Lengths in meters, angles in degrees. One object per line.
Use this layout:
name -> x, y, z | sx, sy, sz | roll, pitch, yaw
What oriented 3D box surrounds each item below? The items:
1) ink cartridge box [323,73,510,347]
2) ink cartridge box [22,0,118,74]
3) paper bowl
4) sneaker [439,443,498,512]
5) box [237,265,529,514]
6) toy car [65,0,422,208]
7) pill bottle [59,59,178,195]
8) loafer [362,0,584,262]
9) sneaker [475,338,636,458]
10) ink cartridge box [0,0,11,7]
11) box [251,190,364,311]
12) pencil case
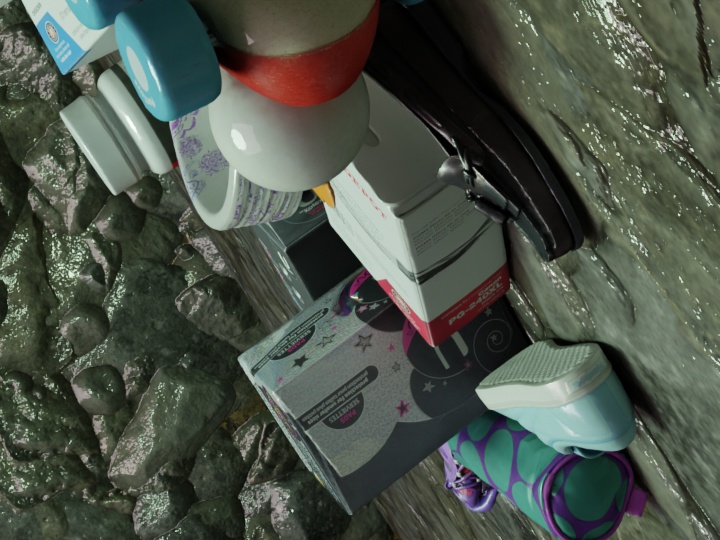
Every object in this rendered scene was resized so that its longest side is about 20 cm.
ink cartridge box -> 0.030, -0.059, 1.058 | 0.146, 0.083, 0.201 | 51, 170, 27
ink cartridge box -> -0.234, -0.277, 1.166 | 0.202, 0.084, 0.144 | 62, 153, -5
paper bowl -> -0.088, -0.140, 1.203 | 0.200, 0.103, 0.204 | 169, 90, -68
sneaker -> 0.110, 0.180, 1.439 | 0.079, 0.084, 0.200 | 3, 152, 22
box -> 0.023, 0.074, 1.203 | 0.133, 0.199, 0.115 | 58, 169, -21
toy car -> -0.054, -0.122, 0.847 | 0.177, 0.183, 0.201 | 48, 158, 36
pill bottle -> -0.181, -0.167, 1.428 | 0.114, 0.199, 0.114 | 53, 171, 12
loafer -> 0.057, -0.082, 0.900 | 0.201, 0.063, 0.072 | 55, 171, 6
sneaker -> 0.142, 0.102, 1.077 | 0.083, 0.073, 0.200 | 59, 172, -4
ink cartridge box -> -0.696, -0.605, 2.857 | 0.126, 0.128, 0.200 | 61, 169, -30
box -> 0.000, 0.000, 1.308 | 0.106, 0.122, 0.201 | 43, 166, 53
pencil case -> 0.146, 0.154, 1.207 | 0.091, 0.086, 0.200 | 18, -175, -21
